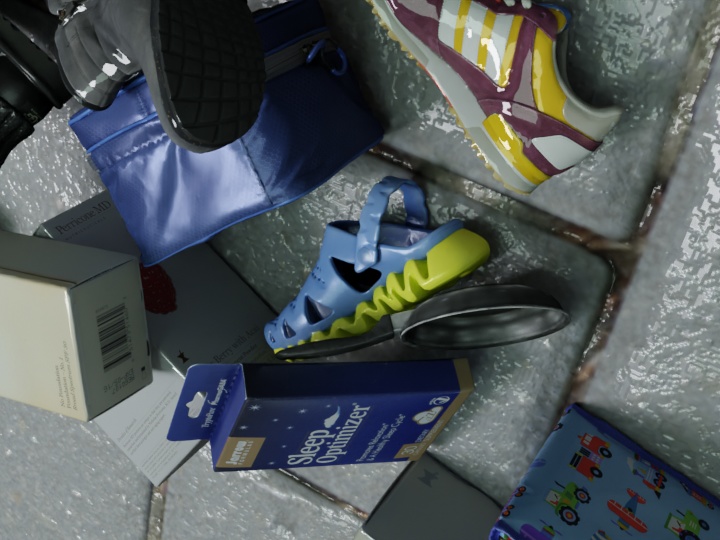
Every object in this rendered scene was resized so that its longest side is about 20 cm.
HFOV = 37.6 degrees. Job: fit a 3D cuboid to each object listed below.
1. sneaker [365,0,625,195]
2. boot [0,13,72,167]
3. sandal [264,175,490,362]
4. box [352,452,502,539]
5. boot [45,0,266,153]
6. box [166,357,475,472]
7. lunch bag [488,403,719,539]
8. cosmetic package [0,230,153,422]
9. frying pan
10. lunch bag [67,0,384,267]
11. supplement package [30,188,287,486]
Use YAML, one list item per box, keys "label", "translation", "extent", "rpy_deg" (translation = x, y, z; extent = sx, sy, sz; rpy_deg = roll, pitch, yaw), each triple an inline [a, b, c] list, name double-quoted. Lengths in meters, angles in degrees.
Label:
- label: "sneaker"
  translation: [0.076, -0.149, 0.643]
  extent: [0.090, 0.075, 0.200]
  rpy_deg: [-35, 95, 24]
- label: "boot"
  translation: [-0.336, -0.144, 0.806]
  extent: [0.211, 0.158, 0.079]
  rpy_deg: [40, 172, 21]
- label: "sandal"
  translation: [0.000, 0.000, 0.763]
  extent: [0.200, 0.079, 0.087]
  rpy_deg: [-34, 83, 33]
- label: "box"
  translation: [0.039, 0.270, 0.850]
  extent: [0.128, 0.109, 0.200]
  rpy_deg: [34, 127, 12]
- label: "boot"
  translation: [-0.127, -0.129, 0.621]
  extent: [0.132, 0.070, 0.201]
  rpy_deg: [-37, 55, 39]
- label: "box"
  translation: [-0.032, 0.104, 0.757]
  extent: [0.121, 0.199, 0.033]
  rpy_deg: [117, 148, -52]
- label: "lunch bag"
  translation: [0.192, 0.199, 0.692]
  extent: [0.199, 0.151, 0.094]
  rpy_deg: [25, 125, 19]
- label: "cosmetic package"
  translation: [-0.253, 0.032, 0.773]
  extent: [0.199, 0.073, 0.104]
  rpy_deg: [8, 113, 29]
- label: "frying pan"
  translation: [0.049, 0.040, 0.725]
  extent: [0.189, 0.115, 0.031]
  rpy_deg: [-11, 72, 22]
- label: "lunch bag"
  translation: [-0.091, -0.105, 0.718]
  extent: [0.199, 0.136, 0.133]
  rpy_deg: [-22, 102, 36]
- label: "supplement package"
  translation: [-0.172, 0.045, 0.854]
  extent: [0.200, 0.121, 0.120]
  rpy_deg: [45, 129, 3]
